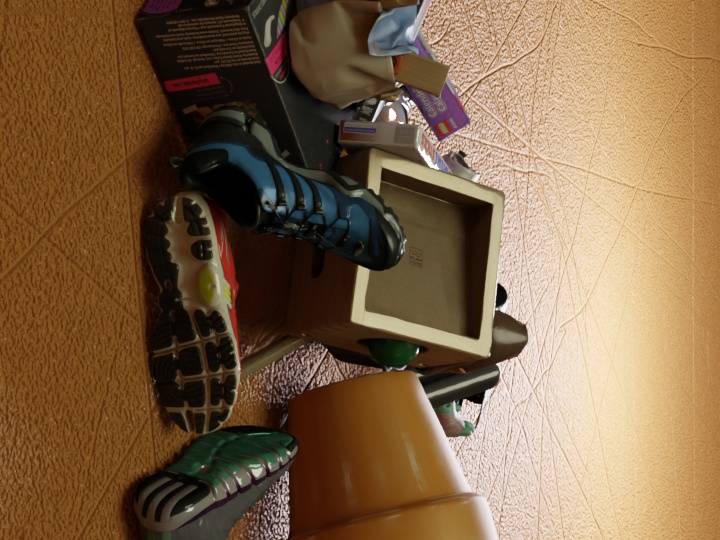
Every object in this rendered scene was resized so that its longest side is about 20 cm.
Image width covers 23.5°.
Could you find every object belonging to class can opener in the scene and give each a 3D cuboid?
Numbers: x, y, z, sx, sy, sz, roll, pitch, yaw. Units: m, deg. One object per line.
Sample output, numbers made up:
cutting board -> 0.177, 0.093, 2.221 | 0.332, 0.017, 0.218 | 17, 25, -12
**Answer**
can opener -> 0.050, 0.127, 1.754 | 0.200, 0.053, 0.066 | -19, 149, -27

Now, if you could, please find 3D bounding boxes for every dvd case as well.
dvd case -> 0.047, -0.234, 1.545 | 0.146, 0.022, 0.200 | -65, 177, -72

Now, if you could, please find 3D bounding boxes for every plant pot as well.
plant pot -> 0.011, 0.196, 1.608 | 0.200, 0.200, 0.183 | 12, 63, -66

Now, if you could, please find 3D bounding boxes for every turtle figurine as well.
turtle figurine -> 0.093, 0.073, 1.883 | 0.150, 0.101, 0.200 | -74, 165, -70

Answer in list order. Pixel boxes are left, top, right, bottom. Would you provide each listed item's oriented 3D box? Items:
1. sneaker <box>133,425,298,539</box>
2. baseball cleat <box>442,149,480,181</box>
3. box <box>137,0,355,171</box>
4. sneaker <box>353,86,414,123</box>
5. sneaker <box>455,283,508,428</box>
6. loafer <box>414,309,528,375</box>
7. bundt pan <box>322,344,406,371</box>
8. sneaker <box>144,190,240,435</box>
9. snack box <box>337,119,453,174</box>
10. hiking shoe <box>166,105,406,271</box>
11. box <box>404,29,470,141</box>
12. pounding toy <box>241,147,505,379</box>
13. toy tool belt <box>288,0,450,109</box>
sneaker -> -0.123, 0.194, 1.444 | 0.200, 0.074, 0.088 | -23, 124, -55
baseball cleat -> 0.074, -0.063, 1.848 | 0.070, 0.106, 0.200 | 30, 40, -12
box -> -0.091, -0.169, 1.470 | 0.122, 0.106, 0.200 | -67, 147, -43
sneaker -> 0.004, -0.164, 1.728 | 0.200, 0.074, 0.080 | 31, 63, -62
sneaker -> 0.135, 0.095, 2.031 | 0.200, 0.060, 0.104 | -80, -179, -63
loafer -> 0.105, 0.071, 1.658 | 0.200, 0.071, 0.073 | -179, -82, -75
bundt pan -> 0.000, 0.000, 1.705 | 0.202, 0.076, 0.202 | -1, 90, -66
sneaker -> -0.124, 0.034, 1.426 | 0.085, 0.077, 0.200 | -13, 101, -71
snack box -> 0.039, -0.095, 1.576 | 0.200, 0.072, 0.024 | 43, 53, -71
hiking shoe -> -0.060, -0.048, 1.410 | 0.087, 0.200, 0.074 | -59, 180, -45
box -> 0.053, -0.213, 1.735 | 0.137, 0.039, 0.200 | 57, 7, -14
pounding toy -> 0.007, 0.013, 1.545 | 0.184, 0.142, 0.200 | 16, 74, -33
toy tool belt -> 0.013, -0.237, 1.427 | 0.125, 0.123, 0.200 | 9, 78, -69
